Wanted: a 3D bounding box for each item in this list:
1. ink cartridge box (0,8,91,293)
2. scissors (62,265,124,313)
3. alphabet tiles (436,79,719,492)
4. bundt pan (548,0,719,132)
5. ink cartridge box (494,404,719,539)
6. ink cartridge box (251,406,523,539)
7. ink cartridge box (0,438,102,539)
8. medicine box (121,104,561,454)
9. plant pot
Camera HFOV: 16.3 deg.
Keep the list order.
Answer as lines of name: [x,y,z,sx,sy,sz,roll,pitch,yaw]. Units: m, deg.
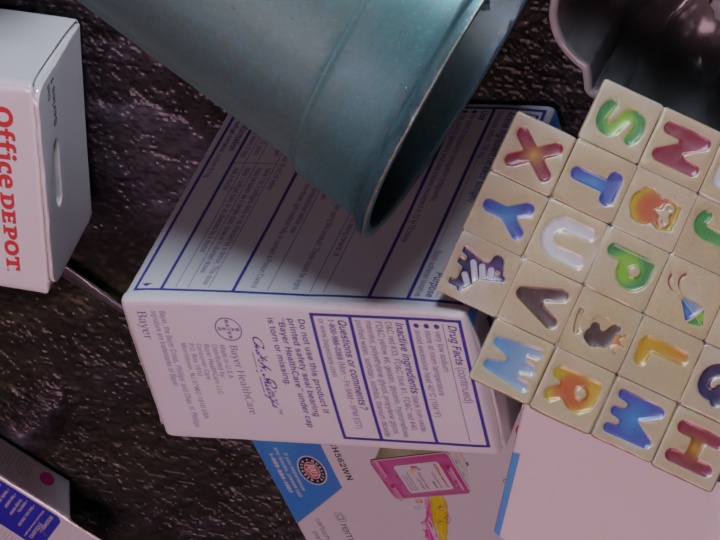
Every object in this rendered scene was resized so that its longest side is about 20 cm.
ink cartridge box: [-0.264,-0.080,1.472,0.200,0.084,0.145,9,126,11]
scissors: [-0.230,-0.028,1.567,0.073,0.014,0.200,-31,113,36]
alphabet tiles: [0.148,0.007,1.250,0.200,0.167,0.006,25,173,1]
bundt pan: [0.196,-0.150,1.238,0.202,0.076,0.202,12,133,13]
ink cartridge box: [0.185,0.077,1.369,0.125,0.200,0.129,29,136,21]
ink cartridge box: [0.057,0.114,1.517,0.200,0.085,0.145,-10,124,27]
ink cartridge box: [-0.268,0.149,1.716,0.200,0.037,0.095,35,132,-5]
medicine box: [0.000,0.000,1.375,0.200,0.182,0.103,3,130,21]
plant pot: [-0.027,-0.152,1.265,0.196,0.200,0.200,32,134,6]
